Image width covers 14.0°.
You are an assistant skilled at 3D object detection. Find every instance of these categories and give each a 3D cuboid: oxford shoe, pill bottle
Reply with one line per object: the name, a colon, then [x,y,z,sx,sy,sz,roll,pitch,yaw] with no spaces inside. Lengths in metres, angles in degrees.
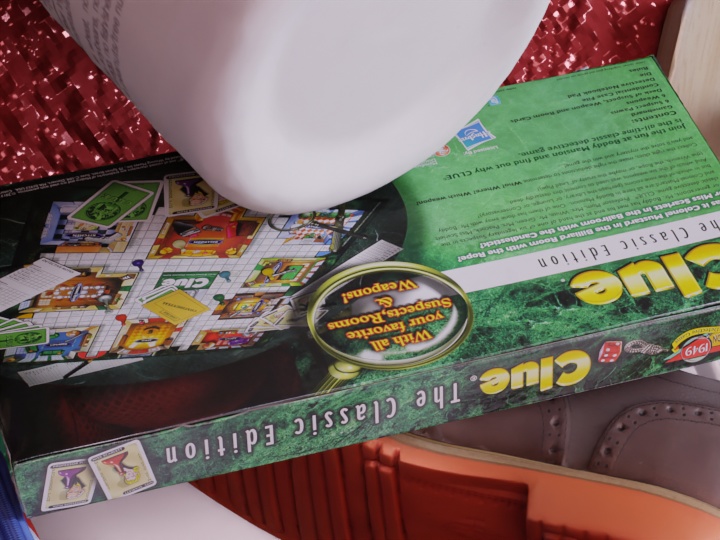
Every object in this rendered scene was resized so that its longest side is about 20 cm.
oxford shoe: [0.019,0.037,0.766,0.199,0.071,0.073,19,60,10]
pill bottle: [-0.050,-0.118,0.752,0.114,0.115,0.200,-34,60,-15]

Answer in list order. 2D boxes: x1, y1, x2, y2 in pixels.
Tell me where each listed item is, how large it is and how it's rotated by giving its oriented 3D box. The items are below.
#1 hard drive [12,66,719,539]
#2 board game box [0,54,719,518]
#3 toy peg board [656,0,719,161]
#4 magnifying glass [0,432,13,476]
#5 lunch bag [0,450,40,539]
hard drive: [-0.002,0.044,0.806,0.199,0.027,0.132,-24,83,-3]
board game box: [0.000,0.000,0.741,0.199,0.105,0.024,-12,130,-11]
toy peg board: [0.177,0.033,0.854,0.198,0.098,0.201,15,82,-15]
magnifying glass: [-0.169,0.002,0.743,0.200,0.022,0.080,30,81,-23]
lunch bag: [-0.096,0.155,0.718,0.075,0.160,0.201,-12,113,-15]
